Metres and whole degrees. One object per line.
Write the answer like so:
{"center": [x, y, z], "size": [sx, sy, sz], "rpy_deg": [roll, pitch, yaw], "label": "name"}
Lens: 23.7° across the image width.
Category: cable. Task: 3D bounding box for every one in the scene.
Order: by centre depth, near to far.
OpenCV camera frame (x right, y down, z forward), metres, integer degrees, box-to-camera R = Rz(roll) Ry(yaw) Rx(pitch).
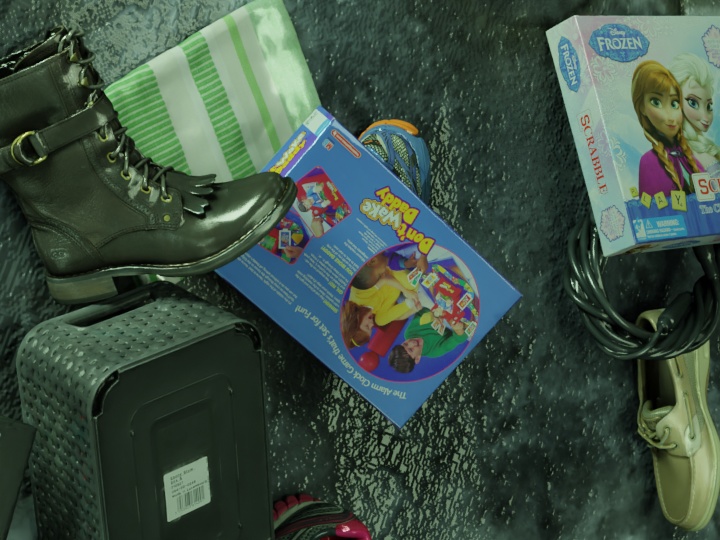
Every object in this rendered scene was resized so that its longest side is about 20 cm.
{"center": [0.255, -0.005, 1.497], "size": [0.163, 0.051, 0.201], "rpy_deg": [33, 64, -25], "label": "cable"}

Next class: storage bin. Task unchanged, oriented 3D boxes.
{"center": [-0.140, 0.124, 1.146], "size": [0.135, 0.094, 0.201], "rpy_deg": [-21, 120, -36], "label": "storage bin"}

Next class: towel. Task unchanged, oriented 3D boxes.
{"center": [-0.105, -0.090, 1.226], "size": [0.200, 0.023, 0.153], "rpy_deg": [-35, 115, -31], "label": "towel"}

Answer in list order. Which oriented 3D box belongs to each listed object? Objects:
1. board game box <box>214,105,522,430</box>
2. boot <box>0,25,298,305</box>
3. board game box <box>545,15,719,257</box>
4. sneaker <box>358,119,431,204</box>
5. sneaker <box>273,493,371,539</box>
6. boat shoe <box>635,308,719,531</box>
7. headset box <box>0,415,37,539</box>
{"center": [0.000, 0.000, 1.224], "size": [0.135, 0.045, 0.200], "rpy_deg": [-47, 114, 2], "label": "board game box"}
{"center": [-0.157, -0.077, 1.106], "size": [0.199, 0.069, 0.175], "rpy_deg": [-19, 115, 5], "label": "boot"}
{"center": [0.265, -0.120, 1.473], "size": [0.199, 0.041, 0.201], "rpy_deg": [-7, 79, -38], "label": "board game box"}
{"center": [0.019, -0.011, 1.290], "size": [0.078, 0.075, 0.201], "rpy_deg": [-22, 102, -69], "label": "sneaker"}
{"center": [-0.077, 0.239, 1.249], "size": [0.200, 0.074, 0.081], "rpy_deg": [-44, 120, -27], "label": "sneaker"}
{"center": [0.276, 0.134, 1.535], "size": [0.065, 0.072, 0.201], "rpy_deg": [-2, 90, -34], "label": "boat shoe"}
{"center": [-0.314, 0.166, 1.034], "size": [0.174, 0.093, 0.201], "rpy_deg": [21, 82, -38], "label": "headset box"}
